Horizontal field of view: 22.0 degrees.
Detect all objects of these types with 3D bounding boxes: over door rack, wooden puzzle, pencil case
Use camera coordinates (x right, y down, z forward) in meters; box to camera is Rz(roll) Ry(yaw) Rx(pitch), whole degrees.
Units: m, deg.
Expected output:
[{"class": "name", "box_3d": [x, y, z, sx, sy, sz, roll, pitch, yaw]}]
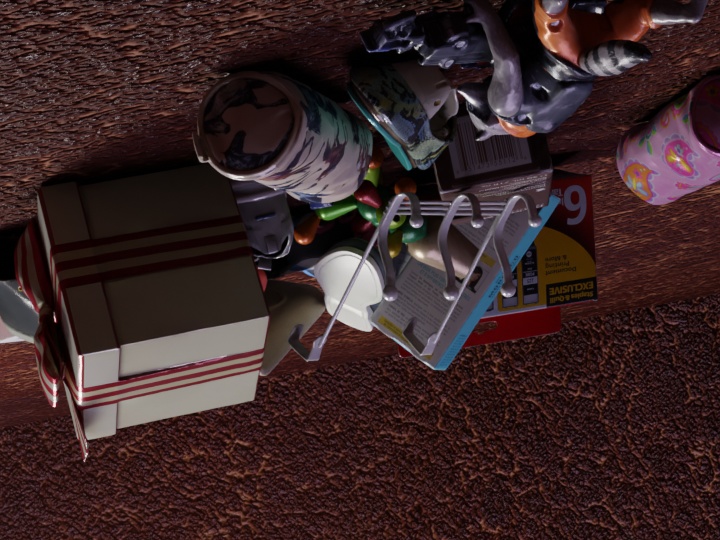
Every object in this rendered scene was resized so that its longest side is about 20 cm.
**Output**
[{"class": "over door rack", "box_3d": [0.052, 0.016, 1.573, 0.147, 0.067, 0.200, 0, 140, -40]}, {"class": "wooden puzzle", "box_3d": [-0.155, 0.052, 1.828, 0.199, 0.047, 0.185, 12, -155, 16]}, {"class": "pencil case", "box_3d": [0.303, -0.119, 1.687, 0.087, 0.088, 0.200, -9, 171, -14]}, {"class": "pencil case", "box_3d": [-0.056, -0.093, 1.353, 0.089, 0.078, 0.200, -33, 168, 11]}]

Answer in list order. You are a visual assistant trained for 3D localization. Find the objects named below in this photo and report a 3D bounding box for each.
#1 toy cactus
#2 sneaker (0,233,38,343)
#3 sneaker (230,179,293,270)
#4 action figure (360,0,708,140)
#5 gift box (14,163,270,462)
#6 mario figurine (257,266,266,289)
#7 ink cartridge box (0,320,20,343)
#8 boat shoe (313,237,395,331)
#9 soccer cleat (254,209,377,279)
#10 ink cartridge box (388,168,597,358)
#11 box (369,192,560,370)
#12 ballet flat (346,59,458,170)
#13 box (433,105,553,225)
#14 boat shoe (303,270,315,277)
[{"class": "toy cactus", "box_3d": [0.029, -0.041, 1.651, 0.165, 0.103, 0.200, 32, 170, -13]}, {"class": "sneaker", "box_3d": [-0.261, 0.032, 1.698, 0.199, 0.075, 0.106, 11, 151, 20]}, {"class": "sneaker", "box_3d": [-0.098, -0.038, 1.674, 0.074, 0.082, 0.200, -10, 175, -3]}, {"class": "action figure", "box_3d": [0.109, -0.138, 1.197, 0.199, 0.105, 0.193, -10, 163, -25]}, {"class": "gift box", "box_3d": [-0.190, 0.041, 1.576, 0.186, 0.185, 0.200, -10, 147, -16]}, {"class": "mario figurine", "box_3d": [-0.183, -0.010, 1.773, 0.199, 0.106, 0.124, 8, -148, 15]}, {"class": "ink cartridge box", "box_3d": [-0.338, 0.039, 2.041, 0.199, 0.045, 0.176, -17, 172, 36]}, {"class": "boat shoe", "box_3d": [0.000, 0.000, 1.809, 0.073, 0.062, 0.200, 24, 162, 8]}, {"class": "soccer cleat", "box_3d": [-0.057, -0.034, 1.895, 0.199, 0.070, 0.086, -9, -166, -31]}, {"class": "ink cartridge box", "box_3d": [0.134, -0.003, 1.875, 0.199, 0.177, 0.084, -9, -169, -21]}, {"class": "box", "box_3d": [0.099, -0.010, 1.762, 0.200, 0.082, 0.049, -56, 164, 6]}, {"class": "ballet flat", "box_3d": [0.037, -0.125, 1.368, 0.074, 0.075, 0.200, -12, 174, 7]}, {"class": "box", "box_3d": [0.113, -0.094, 1.624, 0.100, 0.075, 0.200, -11, 174, 4]}, {"class": "boat shoe", "box_3d": [0.001, -0.006, 2.052, 0.068, 0.085, 0.200, -2, 180, 26]}]
